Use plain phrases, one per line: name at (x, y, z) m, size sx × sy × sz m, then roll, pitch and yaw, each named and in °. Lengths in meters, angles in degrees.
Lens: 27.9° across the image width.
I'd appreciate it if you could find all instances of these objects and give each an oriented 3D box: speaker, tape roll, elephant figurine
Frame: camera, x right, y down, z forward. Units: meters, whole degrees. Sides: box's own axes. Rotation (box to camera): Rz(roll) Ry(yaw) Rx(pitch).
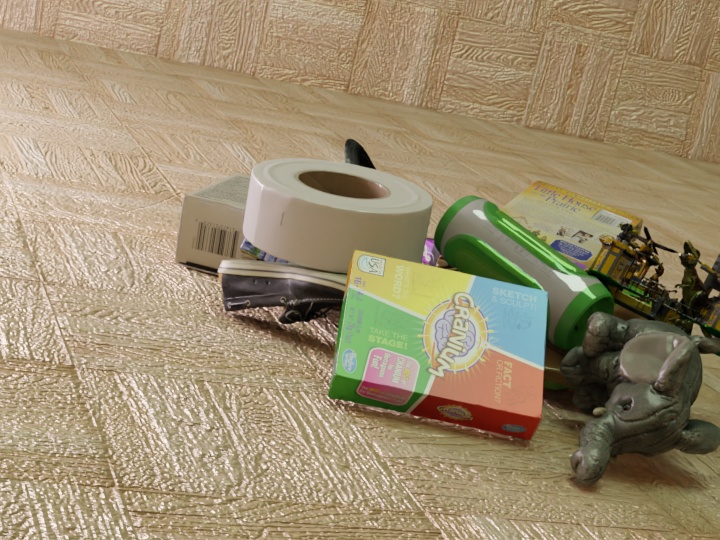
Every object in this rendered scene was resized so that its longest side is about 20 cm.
speaker at (0.172, 0.002, 1.542) m, size 0.200 × 0.089 × 0.088 m, roll 39°, pitch 26°, yaw 32°
tape roll at (-0.025, -0.061, 1.563) m, size 0.201 × 0.071 × 0.203 m, roll 10°, pitch 18°, yaw -3°
elephant figurine at (0.274, 0.127, 1.369) m, size 0.141 × 0.155 × 0.200 m, roll 30°, pitch 12°, yaw -14°

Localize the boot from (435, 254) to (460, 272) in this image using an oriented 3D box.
boot at (0.176, 0.022, 1.787) m, size 0.199 × 0.075 × 0.107 m, roll 11°, pitch -22°, yaw -16°

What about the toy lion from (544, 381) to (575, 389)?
toy lion at (0.211, 0.091, 1.602) m, size 0.199 × 0.069 × 0.192 m, roll 20°, pitch 22°, yaw 25°

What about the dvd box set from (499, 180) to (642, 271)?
dvd box set at (0.220, -0.035, 1.681) m, size 0.146 × 0.030 × 0.200 m, roll 23°, pitch 36°, yaw 24°

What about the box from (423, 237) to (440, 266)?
box at (0.189, 0.003, 1.975) m, size 0.142 × 0.036 × 0.200 m, roll 3°, pitch 15°, yaw -33°

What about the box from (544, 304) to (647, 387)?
box at (0.236, 0.076, 1.556) m, size 0.199 × 0.021 × 0.164 m, roll 13°, pitch 30°, yaw 7°

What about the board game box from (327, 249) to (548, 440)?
board game box at (0.078, 0.070, 1.398) m, size 0.199 × 0.040 × 0.153 m, roll 12°, pitch 53°, yaw -5°

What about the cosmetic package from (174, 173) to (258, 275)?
cosmetic package at (-0.144, -0.055, 1.772) m, size 0.103 × 0.088 × 0.200 m, roll 13°, pitch 14°, yaw 11°

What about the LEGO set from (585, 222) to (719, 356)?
LEGO set at (0.347, -0.001, 1.531) m, size 0.200 × 0.116 × 0.154 m, roll 26°, pitch -8°, yaw 30°

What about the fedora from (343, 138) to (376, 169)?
fedora at (-0.014, -0.069, 1.868) m, size 0.091 × 0.201 × 0.201 m, roll -19°, pitch 9°, yaw 10°

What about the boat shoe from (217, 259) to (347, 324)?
boat shoe at (-0.060, 0.026, 1.522) m, size 0.199 × 0.063 × 0.075 m, roll 6°, pitch 2°, yaw 24°

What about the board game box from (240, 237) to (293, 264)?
board game box at (0.000, 0.000, 1.664) m, size 0.199 × 0.062 × 0.200 m, roll 23°, pitch 3°, yaw 32°

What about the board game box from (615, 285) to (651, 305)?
board game box at (0.308, 0.035, 1.744) m, size 0.200 × 0.030 × 0.096 m, roll 35°, pitch 32°, yaw -24°

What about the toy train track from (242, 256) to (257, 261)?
toy train track at (-0.044, 0.035, 1.630) m, size 0.199 × 0.033 × 0.115 m, roll 21°, pitch 3°, yaw 6°
